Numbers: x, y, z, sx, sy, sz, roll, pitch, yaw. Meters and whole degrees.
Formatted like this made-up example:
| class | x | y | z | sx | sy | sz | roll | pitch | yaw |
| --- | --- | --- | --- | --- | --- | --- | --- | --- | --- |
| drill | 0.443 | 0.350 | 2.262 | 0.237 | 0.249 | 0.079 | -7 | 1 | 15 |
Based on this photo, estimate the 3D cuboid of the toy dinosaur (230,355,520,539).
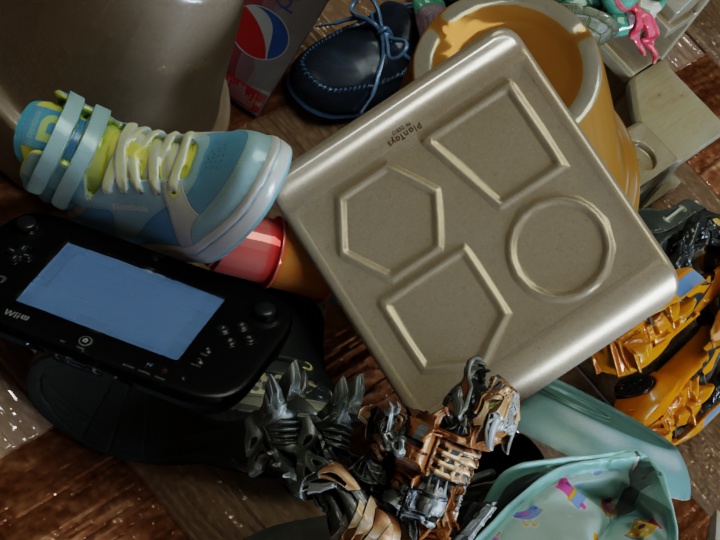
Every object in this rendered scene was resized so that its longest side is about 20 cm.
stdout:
| class | x | y | z | sx | sy | sz | roll | pitch | yaw |
| --- | --- | --- | --- | --- | --- | --- | --- | --- | --- |
| toy dinosaur | 0.000 | 0.123 | 1.216 | 0.200 | 0.102 | 0.136 | -41 | 65 | -7 |

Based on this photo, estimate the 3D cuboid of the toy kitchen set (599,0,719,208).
| class | x | y | z | sx | sy | sz | roll | pitch | yaw |
| --- | --- | --- | --- | --- | --- | --- | --- | --- | --- |
| toy kitchen set | 0.172 | -0.154 | 1.639 | 0.200 | 0.163 | 0.180 | 47 | 44 | 11 |

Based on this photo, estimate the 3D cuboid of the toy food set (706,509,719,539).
| class | x | y | z | sx | sy | sz | roll | pitch | yaw |
| --- | --- | --- | --- | --- | --- | --- | --- | --- | --- |
| toy food set | 0.311 | 0.254 | 1.440 | 0.199 | 0.061 | 0.144 | 32 | 34 | -10 |

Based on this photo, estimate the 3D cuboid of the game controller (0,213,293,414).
| class | x | y | z | sx | sy | sz | roll | pitch | yaw |
| --- | --- | --- | --- | --- | --- | --- | --- | --- | --- |
| game controller | -0.142 | 0.024 | 1.285 | 0.198 | 0.042 | 0.104 | 19 | 33 | 16 |

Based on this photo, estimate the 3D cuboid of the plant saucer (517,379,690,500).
| class | x | y | z | sx | sy | sz | roll | pitch | yaw |
| --- | --- | --- | --- | --- | --- | --- | --- | --- | --- |
| plant saucer | 0.131 | 0.093 | 1.416 | 0.199 | 0.028 | 0.200 | 26 | 4 | -2 |

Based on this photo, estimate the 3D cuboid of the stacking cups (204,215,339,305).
| class | x | y | z | sx | sy | sz | roll | pitch | yaw |
| --- | --- | --- | --- | --- | --- | --- | --- | --- | --- |
| stacking cups | 0.000 | 0.000 | 1.379 | 0.198 | 0.061 | 0.061 | 14 | 48 | -21 |

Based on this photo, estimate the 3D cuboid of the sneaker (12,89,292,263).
| class | x | y | z | sx | sy | sz | roll | pitch | yaw |
| --- | --- | --- | --- | --- | --- | --- | --- | --- | --- |
| sneaker | -0.138 | -0.064 | 1.312 | 0.130 | 0.199 | 0.080 | 35 | 60 | -25 |

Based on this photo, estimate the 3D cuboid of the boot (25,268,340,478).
| class | x | y | z | sx | sy | sz | roll | pitch | yaw |
| --- | --- | --- | --- | --- | --- | --- | --- | --- | --- |
| boot | -0.107 | 0.047 | 1.365 | 0.202 | 0.074 | 0.155 | 13 | 39 | -14 |

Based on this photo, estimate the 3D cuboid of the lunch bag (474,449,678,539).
| class | x | y | z | sx | sy | sz | roll | pitch | yaw |
| --- | --- | --- | --- | --- | --- | --- | --- | --- | --- |
| lunch bag | 0.099 | 0.208 | 1.282 | 0.121 | 0.171 | 0.200 | 33 | 43 | 10 |

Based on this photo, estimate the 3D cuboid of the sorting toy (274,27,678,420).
| class | x | y | z | sx | sy | sz | roll | pitch | yaw |
| --- | --- | --- | --- | --- | --- | --- | --- | --- | --- |
| sorting toy | 0.070 | -0.020 | 1.336 | 0.184 | 0.036 | 0.201 | -33 | 83 | 0 |

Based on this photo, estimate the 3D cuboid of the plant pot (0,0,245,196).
| class | x | y | z | sx | sy | sz | roll | pitch | yaw |
| --- | --- | --- | --- | --- | --- | --- | --- | --- | --- |
| plant pot | -0.157 | -0.164 | 1.430 | 0.199 | 0.175 | 0.202 | 17 | 48 | -20 |

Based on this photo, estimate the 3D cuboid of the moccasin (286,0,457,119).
| class | x | y | z | sx | sy | sz | roll | pitch | yaw |
| --- | --- | --- | --- | --- | --- | --- | --- | --- | --- |
| moccasin | 0.022 | -0.176 | 1.630 | 0.081 | 0.068 | 0.199 | 47 | 44 | 11 |

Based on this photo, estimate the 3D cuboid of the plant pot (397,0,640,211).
| class | x | y | z | sx | sy | sz | roll | pitch | yaw |
| --- | --- | --- | --- | --- | --- | --- | --- | --- | --- |
| plant pot | 0.095 | -0.086 | 1.466 | 0.198 | 0.184 | 0.202 | -1 | 62 | 1 |

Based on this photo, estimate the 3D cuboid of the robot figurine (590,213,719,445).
| class | x | y | z | sx | sy | sz | roll | pitch | yaw |
| --- | --- | --- | --- | --- | --- | --- | --- | --- | --- |
| robot figurine | 0.238 | 0.048 | 1.550 | 0.200 | 0.058 | 0.146 | -36 | 121 | -38 |

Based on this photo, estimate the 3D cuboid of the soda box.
| class | x | y | z | sx | sy | sz | roll | pitch | yaw |
| --- | --- | --- | --- | --- | --- | --- | --- | --- | --- |
| soda box | -0.048 | -0.206 | 1.514 | 0.063 | 0.200 | 0.070 | 31 | 43 | -5 |

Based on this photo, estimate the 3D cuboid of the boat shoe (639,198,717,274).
| class | x | y | z | sx | sy | sz | roll | pitch | yaw |
| --- | --- | --- | --- | --- | --- | --- | --- | --- | --- |
| boat shoe | 0.208 | -0.010 | 1.615 | 0.199 | 0.072 | 0.068 | -16 | 57 | -45 |

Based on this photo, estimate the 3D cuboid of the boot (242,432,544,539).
| class | x | y | z | sx | sy | sz | roll | pitch | yaw |
| --- | --- | --- | --- | --- | --- | --- | --- | --- | --- |
| boot | 0.011 | 0.148 | 1.305 | 0.199 | 0.131 | 0.068 | -12 | 62 | -38 |

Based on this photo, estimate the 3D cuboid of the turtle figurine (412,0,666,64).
| class | x | y | z | sx | sy | sz | roll | pitch | yaw |
| --- | --- | --- | --- | --- | --- | --- | --- | --- | --- |
| turtle figurine | 0.142 | -0.196 | 1.555 | 0.150 | 0.199 | 0.101 | 41 | 49 | -32 |
